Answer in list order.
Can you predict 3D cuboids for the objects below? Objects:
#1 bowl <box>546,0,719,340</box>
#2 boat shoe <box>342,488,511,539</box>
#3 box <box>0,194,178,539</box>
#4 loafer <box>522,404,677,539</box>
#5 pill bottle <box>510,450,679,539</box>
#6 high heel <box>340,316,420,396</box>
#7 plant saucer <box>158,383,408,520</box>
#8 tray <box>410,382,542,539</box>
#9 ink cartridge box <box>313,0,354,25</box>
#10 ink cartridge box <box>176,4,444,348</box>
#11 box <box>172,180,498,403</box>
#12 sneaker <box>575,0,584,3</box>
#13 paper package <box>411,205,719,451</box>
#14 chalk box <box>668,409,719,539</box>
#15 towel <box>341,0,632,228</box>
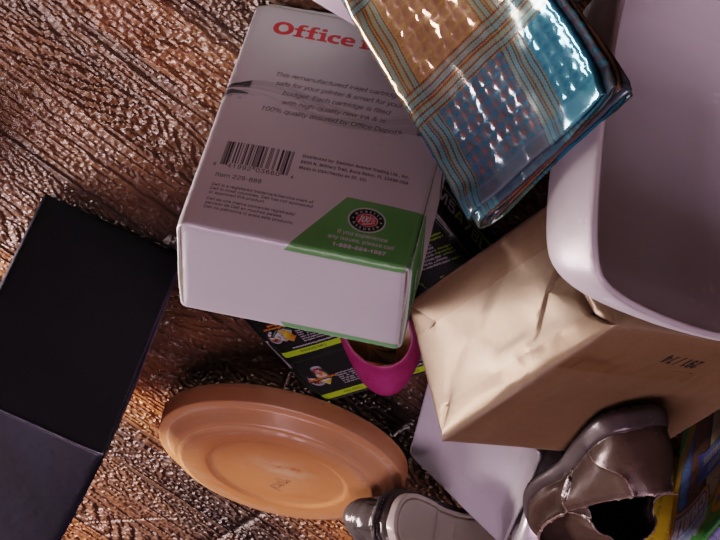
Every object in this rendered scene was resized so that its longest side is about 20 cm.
[{"bbox_3d":[0.186,-0.059,1.273,0.200,0.200,0.075,16,165,-38],"label":"bowl"},{"bbox_3d":[0.061,0.218,1.716,0.057,0.067,0.200,2,159,38],"label":"boat shoe"},{"bbox_3d":[-0.237,0.091,1.595,0.123,0.200,0.198,24,138,-6],"label":"box"},{"bbox_3d":[0.162,0.160,1.470,0.073,0.071,0.200,-7,154,-13],"label":"loafer"},{"bbox_3d":[0.221,0.192,1.618,0.200,0.111,0.111,15,138,2],"label":"pill bottle"},{"bbox_3d":[0.009,0.039,1.469,0.067,0.096,0.200,10,137,5],"label":"high heel"},{"bbox_3d":[-0.063,0.150,1.694,0.200,0.032,0.200,12,152,6],"label":"plant saucer"},{"bbox_3d":[0.089,0.132,1.611,0.107,0.022,0.200,43,158,15],"label":"tray"},{"bbox_3d":[-0.037,-0.252,1.277,0.200,0.057,0.163,26,138,-17],"label":"ink cartridge box"},{"bbox_3d":[-0.020,-0.063,1.359,0.146,0.200,0.084,11,141,7],"label":"ink cartridge box"},{"bbox_3d":[0.000,0.000,1.536,0.200,0.048,0.193,-19,130,33],"label":"box"},{"bbox_3d":[0.164,-0.198,1.260,0.200,0.071,0.099,7,158,-6],"label":"sneaker"},{"bbox_3d":[0.166,0.038,1.421,0.200,0.104,0.191,8,147,-38],"label":"paper package"},{"bbox_3d":[0.295,0.171,1.503,0.124,0.200,0.124,23,138,-6],"label":"chalk box"},{"bbox_3d":[0.058,-0.141,1.225,0.147,0.022,0.200,-45,70,44],"label":"towel"}]
